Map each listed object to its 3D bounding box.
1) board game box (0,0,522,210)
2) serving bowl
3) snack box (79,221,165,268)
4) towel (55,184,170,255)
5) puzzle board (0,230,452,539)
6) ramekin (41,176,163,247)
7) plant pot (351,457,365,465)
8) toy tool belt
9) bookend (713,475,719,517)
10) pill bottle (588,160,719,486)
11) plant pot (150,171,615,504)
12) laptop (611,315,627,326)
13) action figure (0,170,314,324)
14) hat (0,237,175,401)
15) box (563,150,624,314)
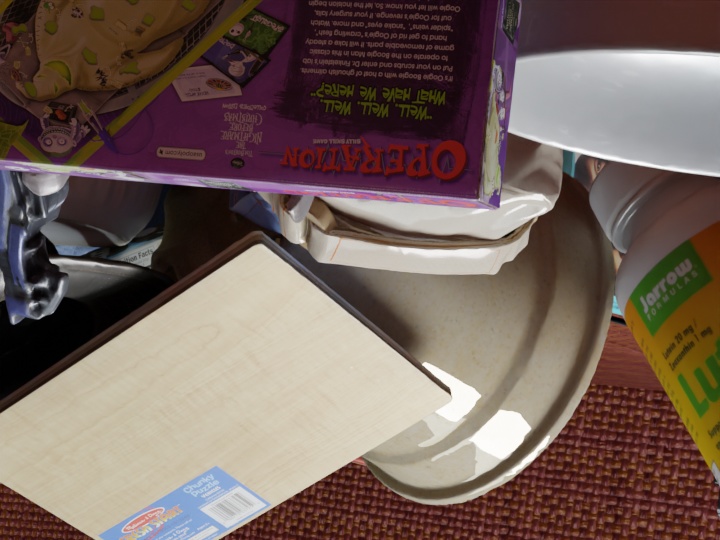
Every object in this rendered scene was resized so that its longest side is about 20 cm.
[{"bbox_3d":[-0.046,-0.087,0.588,0.199,0.121,0.032,6,174,21],"label":"board game box"},{"bbox_3d":[0.135,-0.082,0.647,0.199,0.066,0.200,8,175,1],"label":"serving bowl"},{"bbox_3d":[-0.089,0.028,1.019,0.037,0.117,0.200,-2,-164,43],"label":"snack box"},{"bbox_3d":[-0.113,-0.032,1.120,0.199,0.112,0.049,20,147,-16],"label":"towel"},{"bbox_3d":[-0.078,0.070,0.886,0.200,0.017,0.151,-32,131,22],"label":"puzzle board"},{"bbox_3d":[-0.188,-0.077,0.933,0.199,0.106,0.200,8,174,1],"label":"ramekin"},{"bbox_3d":[0.024,0.036,1.368,0.200,0.202,0.195,8,166,1],"label":"plant pot"},{"bbox_3d":[-0.011,-0.058,0.812,0.199,0.126,0.123,9,165,-2],"label":"toy tool belt"},{"bbox_3d":[0.256,0.045,1.041,0.092,0.200,0.200,6,172,15],"label":"bookend"},{"bbox_3d":[0.194,0.024,0.896,0.111,0.201,0.111,-21,153,-12],"label":"pill bottle"},{"bbox_3d":[0.000,0.000,0.957,0.183,0.201,0.200,27,163,-37],"label":"plant pot"},{"bbox_3d":[0.167,0.083,1.260,0.116,0.200,0.187,51,-171,11],"label":"laptop"},{"bbox_3d":[-0.101,-0.077,0.720,0.193,0.201,0.105,14,-145,17],"label":"action figure"},{"bbox_3d":[-0.190,0.020,0.872,0.200,0.081,0.201,-18,150,-10],"label":"hat"},{"bbox_3d":[0.167,-0.017,1.134,0.049,0.083,0.200,0,171,42],"label":"box"}]
